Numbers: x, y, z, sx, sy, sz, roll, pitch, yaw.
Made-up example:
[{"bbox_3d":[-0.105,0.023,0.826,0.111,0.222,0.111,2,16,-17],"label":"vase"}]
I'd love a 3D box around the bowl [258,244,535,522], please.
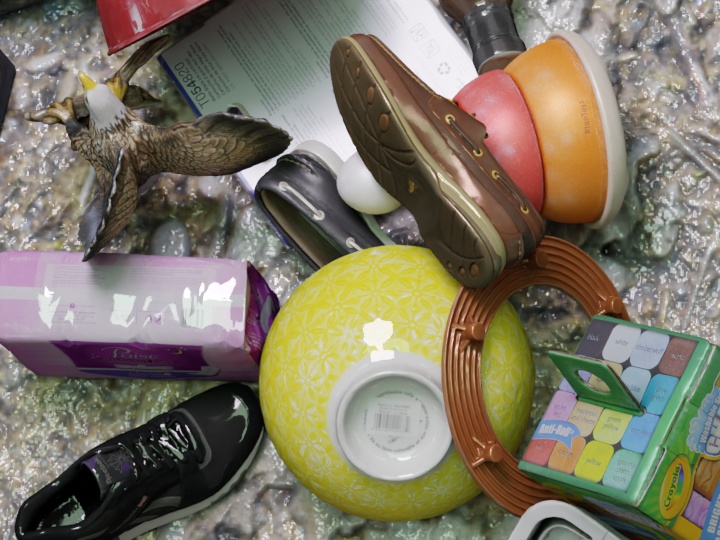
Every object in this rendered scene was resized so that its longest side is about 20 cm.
[{"bbox_3d":[0.024,0.091,1.552,0.200,0.108,0.200,0,104,2],"label":"bowl"}]

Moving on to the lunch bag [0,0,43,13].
[{"bbox_3d":[-0.264,-0.311,1.741,0.168,0.139,0.200,-20,71,33],"label":"lunch bag"}]

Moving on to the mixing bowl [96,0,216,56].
[{"bbox_3d":[-0.121,-0.247,1.624,0.200,0.200,0.108,-29,97,0],"label":"mixing bowl"}]

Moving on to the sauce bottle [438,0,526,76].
[{"bbox_3d":[0.079,-0.234,1.690,0.065,0.065,0.200,-16,64,4],"label":"sauce bottle"}]

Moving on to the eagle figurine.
[{"bbox_3d":[-0.160,-0.083,1.613,0.200,0.151,0.152,39,106,45],"label":"eagle figurine"}]

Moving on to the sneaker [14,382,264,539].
[{"bbox_3d":[-0.158,0.148,1.619,0.200,0.088,0.076,-36,72,-2],"label":"sneaker"}]

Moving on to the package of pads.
[{"bbox_3d":[-0.164,0.034,1.635,0.200,0.121,0.076,2,75,10],"label":"package of pads"}]

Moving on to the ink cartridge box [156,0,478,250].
[{"bbox_3d":[-0.022,-0.140,1.703,0.200,0.041,0.200,-34,73,-1],"label":"ink cartridge box"}]

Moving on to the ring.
[{"bbox_3d":[0.132,0.074,1.552,0.019,0.200,0.201,-8,68,48],"label":"ring"}]

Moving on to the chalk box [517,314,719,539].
[{"bbox_3d":[0.202,0.115,1.499,0.125,0.200,0.124,13,73,56],"label":"chalk box"}]

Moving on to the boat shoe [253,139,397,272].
[{"bbox_3d":[0.000,0.000,1.616,0.060,0.074,0.200,-40,98,-33],"label":"boat shoe"}]

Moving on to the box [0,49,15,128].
[{"bbox_3d":[-0.385,-0.133,1.726,0.200,0.106,0.122,8,76,11],"label":"box"}]

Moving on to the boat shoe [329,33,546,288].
[{"bbox_3d":[0.051,-0.081,1.524,0.068,0.072,0.200,-27,73,-28],"label":"boat shoe"}]

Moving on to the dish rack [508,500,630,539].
[{"bbox_3d":[0.174,0.261,1.526,0.200,0.044,0.172,35,118,16],"label":"dish rack"}]

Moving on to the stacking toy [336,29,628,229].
[{"bbox_3d":[0.078,-0.085,1.595,0.200,0.146,0.146,-12,72,-11],"label":"stacking toy"}]
